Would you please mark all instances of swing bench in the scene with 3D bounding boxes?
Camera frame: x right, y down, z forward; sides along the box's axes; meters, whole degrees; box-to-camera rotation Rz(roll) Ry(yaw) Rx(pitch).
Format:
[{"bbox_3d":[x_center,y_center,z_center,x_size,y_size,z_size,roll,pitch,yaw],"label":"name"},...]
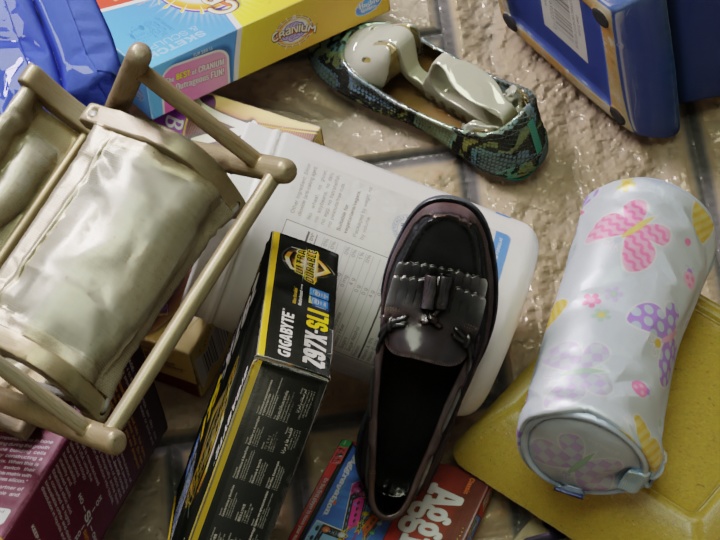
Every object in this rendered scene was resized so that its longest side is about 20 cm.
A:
[{"bbox_3d":[-0.171,-0.012,1.493,0.130,0.200,0.200,39,74,-20],"label":"swing bench"}]

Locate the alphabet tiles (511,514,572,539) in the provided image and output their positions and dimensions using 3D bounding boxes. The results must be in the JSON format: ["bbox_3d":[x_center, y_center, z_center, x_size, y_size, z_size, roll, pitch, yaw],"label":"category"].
[{"bbox_3d":[0.194,0.130,1.604,0.166,0.006,0.200,34,65,27],"label":"alphabet tiles"}]

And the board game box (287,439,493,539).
[{"bbox_3d":[0.003,0.181,1.545,0.102,0.020,0.200,13,40,14],"label":"board game box"}]

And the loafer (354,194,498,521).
[{"bbox_3d":[0.039,0.057,1.524,0.071,0.201,0.063,12,24,-1],"label":"loafer"}]

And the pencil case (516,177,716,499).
[{"bbox_3d":[0.157,0.038,1.551,0.090,0.083,0.201,14,54,7],"label":"pencil case"}]

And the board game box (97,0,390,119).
[{"bbox_3d":[-0.103,-0.191,1.803,0.199,0.041,0.153,-27,42,-24],"label":"board game box"}]

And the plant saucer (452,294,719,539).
[{"bbox_3d":[0.190,0.087,1.594,0.199,0.049,0.200,32,59,25],"label":"plant saucer"}]

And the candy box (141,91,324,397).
[{"bbox_3d":[-0.115,-0.023,1.718,0.116,0.057,0.201,18,60,19],"label":"candy box"}]

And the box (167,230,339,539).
[{"bbox_3d":[-0.066,0.100,1.502,0.049,0.201,0.160,18,26,-6],"label":"box"}]

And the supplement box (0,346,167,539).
[{"bbox_3d":[-0.212,0.127,1.567,0.110,0.086,0.200,3,40,24],"label":"supplement box"}]

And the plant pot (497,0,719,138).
[{"bbox_3d":[0.197,-0.222,1.738,0.179,0.200,0.200,-37,59,-12],"label":"plant pot"}]

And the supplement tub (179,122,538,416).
[{"bbox_3d":[0.000,0.000,1.610,0.199,0.132,0.132,21,58,-2],"label":"supplement tub"}]

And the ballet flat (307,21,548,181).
[{"bbox_3d":[0.046,-0.134,1.769,0.199,0.074,0.074,28,63,24],"label":"ballet flat"}]

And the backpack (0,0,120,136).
[{"bbox_3d":[-0.238,-0.104,1.702,0.167,0.200,0.163,-14,69,-8],"label":"backpack"}]
